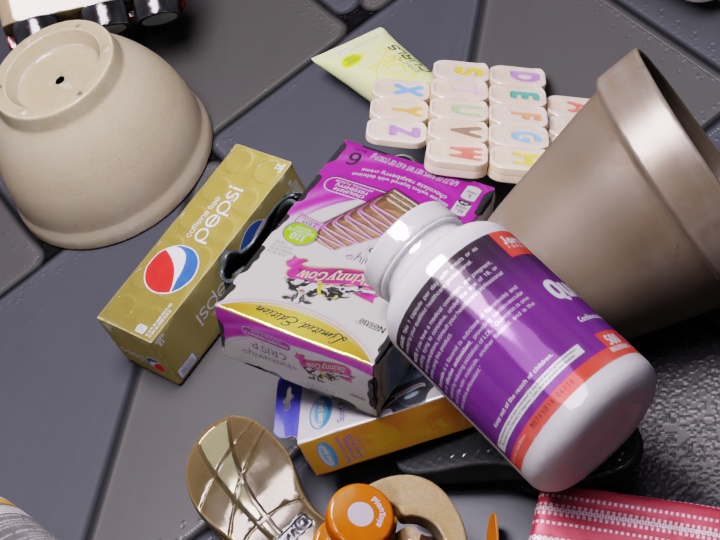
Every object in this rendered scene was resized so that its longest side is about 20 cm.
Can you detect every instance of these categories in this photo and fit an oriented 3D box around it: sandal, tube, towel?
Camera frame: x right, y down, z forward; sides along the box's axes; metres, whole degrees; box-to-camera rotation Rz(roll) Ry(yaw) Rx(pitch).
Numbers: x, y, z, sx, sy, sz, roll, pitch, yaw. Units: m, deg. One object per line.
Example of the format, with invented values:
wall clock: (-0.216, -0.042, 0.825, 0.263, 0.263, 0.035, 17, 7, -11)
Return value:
sandal: (0.119, 0.130, 1.211, 0.199, 0.048, 0.076, -4, 46, 38)
sandal: (-0.057, 0.191, 1.233, 0.080, 0.054, 0.200, -39, 63, -18)
tube: (0.037, -0.159, 1.473, 0.200, 0.058, 0.052, 45, 112, 45)
towel: (0.168, 0.237, 1.072, 0.144, 0.023, 0.201, 7, 58, 12)

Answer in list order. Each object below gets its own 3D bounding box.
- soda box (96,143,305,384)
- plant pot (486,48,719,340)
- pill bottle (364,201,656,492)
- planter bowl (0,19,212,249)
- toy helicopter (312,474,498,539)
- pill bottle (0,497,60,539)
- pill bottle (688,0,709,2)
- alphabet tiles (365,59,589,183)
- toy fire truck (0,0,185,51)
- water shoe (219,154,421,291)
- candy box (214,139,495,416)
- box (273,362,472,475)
soda box: (-0.127, -0.008, 1.411, 0.067, 0.064, 0.200, 21, 63, 35)
plant pot: (0.189, -0.029, 1.228, 0.173, 0.200, 0.201, -36, 46, 16)
pill bottle: (0.095, 0.045, 1.132, 0.112, 0.113, 0.200, -40, 66, -11)
planter bowl: (-0.249, -0.140, 1.523, 0.199, 0.135, 0.201, -12, 49, 14)
toy helicopter: (0.052, 0.232, 1.137, 0.131, 0.079, 0.201, -9, 63, -17)
pill bottle: (-0.237, 0.253, 1.214, 0.199, 0.117, 0.116, 27, 67, 37)
pill bottle: (0.271, -0.299, 1.440, 0.112, 0.112, 0.200, -41, 49, -12)
alphabet tiles: (0.104, -0.124, 1.368, 0.194, 0.015, 0.200, 7, 30, 1)
toy fire truck: (-0.265, -0.273, 1.652, 0.175, 0.200, 0.130, -14, 84, -7)
water shoe: (-0.026, -0.036, 1.379, 0.200, 0.079, 0.071, -42, 49, -12)
candy box: (0.000, 0.000, 1.266, 0.136, 0.061, 0.200, 19, 52, 21)
box: (0.031, 0.082, 1.262, 0.199, 0.042, 0.119, -20, 32, 16)
